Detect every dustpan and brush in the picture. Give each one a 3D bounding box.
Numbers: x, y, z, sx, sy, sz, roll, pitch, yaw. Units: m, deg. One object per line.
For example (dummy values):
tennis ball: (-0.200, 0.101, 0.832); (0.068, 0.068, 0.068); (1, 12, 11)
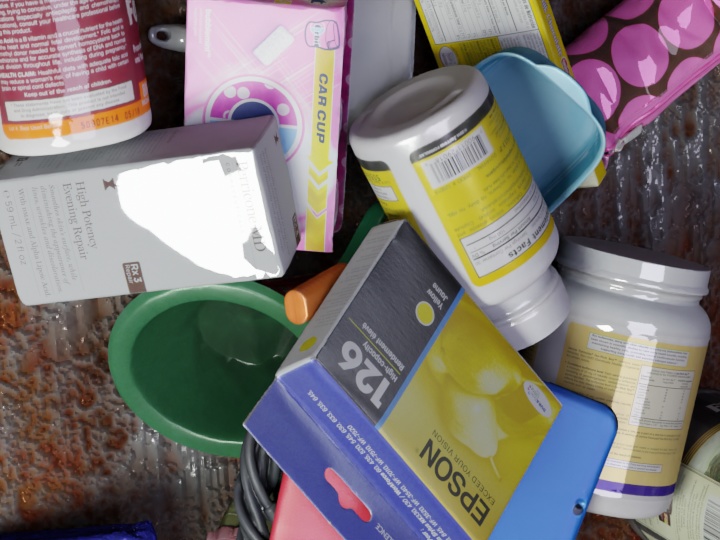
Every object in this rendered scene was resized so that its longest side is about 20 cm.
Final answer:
dustpan and brush: (-0.059, -0.169, 1.552); (0.199, 0.057, 0.141); (4, 88, -30)

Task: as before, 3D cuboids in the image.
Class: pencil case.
pencil case: (0.232, -0.171, 1.646); (0.200, 0.094, 0.091); (-40, 151, -8)

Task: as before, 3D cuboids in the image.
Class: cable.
cable: (-0.013, 0.149, 1.504); (0.162, 0.051, 0.202); (-1, 93, -12)

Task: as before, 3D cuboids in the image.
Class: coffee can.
coffee can: (0.323, 0.192, 1.698); (0.145, 0.200, 0.148); (-5, 103, -22)

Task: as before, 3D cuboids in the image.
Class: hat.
hat: (-0.083, 0.029, 1.593); (0.199, 0.177, 0.166); (26, 124, -13)

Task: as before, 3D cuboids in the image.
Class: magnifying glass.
magnifying glass: (0.000, 0.000, 1.522); (0.200, 0.022, 0.080); (-29, 115, -58)

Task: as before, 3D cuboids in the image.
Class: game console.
game console: (0.080, 0.165, 1.614); (0.118, 0.170, 0.201); (21, 93, -33)

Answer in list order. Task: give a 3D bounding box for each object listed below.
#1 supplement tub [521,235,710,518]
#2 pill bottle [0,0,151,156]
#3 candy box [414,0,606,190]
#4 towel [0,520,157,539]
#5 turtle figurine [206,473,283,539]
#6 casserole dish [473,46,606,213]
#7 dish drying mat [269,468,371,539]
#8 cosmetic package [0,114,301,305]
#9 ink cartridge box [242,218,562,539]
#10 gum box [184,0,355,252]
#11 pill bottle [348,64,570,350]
supplement tub: (0.198, 0.083, 1.654); (0.144, 0.145, 0.201); (9, 98, -24)
pill bottle: (-0.214, -0.190, 1.443); (0.113, 0.114, 0.202); (-13, 106, -20)
candy box: (0.112, -0.150, 1.581); (0.026, 0.102, 0.201); (-53, 130, -48)
towel: (-0.209, 0.286, 1.559); (0.146, 0.050, 0.201); (-6, 107, 5)
turtle figurine: (-0.069, 0.218, 1.573); (0.100, 0.150, 0.201); (26, 65, -19)
casserole dish: (0.108, -0.094, 1.579); (0.121, 0.200, 0.039); (41, 41, -4)
dish drying mat: (-0.032, 0.216, 1.469); (0.076, 0.018, 0.202); (11, 91, -11)
cosmetic package: (-0.151, -0.042, 1.469); (0.198, 0.074, 0.102); (-7, 113, 15)
ink cartridge box: (0.036, 0.101, 1.457); (0.198, 0.047, 0.200); (49, 49, -21)
gum box: (-0.067, -0.110, 1.501); (0.113, 0.066, 0.201); (6, 116, 5)
pill bottle: (0.080, -0.041, 1.533); (0.111, 0.111, 0.201); (-33, 113, -13)
